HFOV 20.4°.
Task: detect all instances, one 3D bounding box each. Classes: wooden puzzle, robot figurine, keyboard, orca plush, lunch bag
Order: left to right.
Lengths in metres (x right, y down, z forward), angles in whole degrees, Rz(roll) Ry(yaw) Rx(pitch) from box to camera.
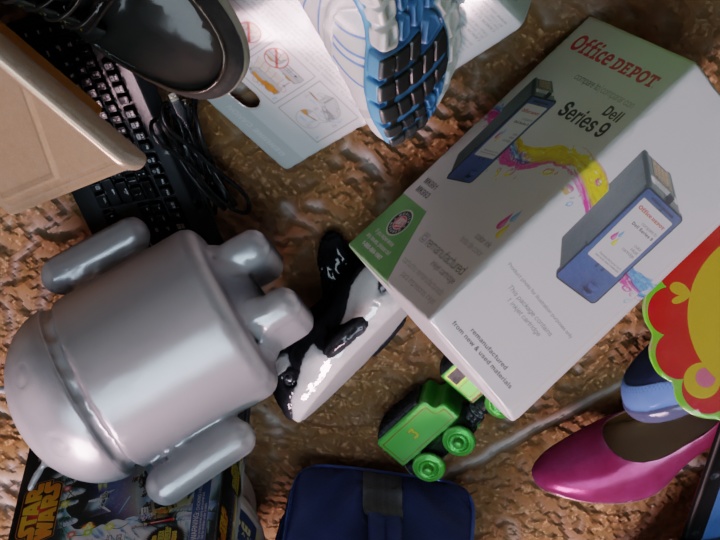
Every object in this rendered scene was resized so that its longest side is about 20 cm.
[{"bbox_3d":[-0.226,-0.109,1.127,0.185,0.037,0.200,41,156,-22],"label":"wooden puzzle"},{"bbox_3d":[-0.136,-0.069,1.202,0.104,0.040,0.201,-14,125,13],"label":"keyboard"},{"bbox_3d":[-0.128,0.053,1.198,0.199,0.170,0.113,-29,162,1],"label":"robot figurine"},{"bbox_3d":[0.000,0.000,1.231,0.071,0.105,0.200,45,122,11],"label":"orca plush"},{"bbox_3d":[0.004,0.225,1.299,0.135,0.200,0.133,4,126,0],"label":"lunch bag"}]

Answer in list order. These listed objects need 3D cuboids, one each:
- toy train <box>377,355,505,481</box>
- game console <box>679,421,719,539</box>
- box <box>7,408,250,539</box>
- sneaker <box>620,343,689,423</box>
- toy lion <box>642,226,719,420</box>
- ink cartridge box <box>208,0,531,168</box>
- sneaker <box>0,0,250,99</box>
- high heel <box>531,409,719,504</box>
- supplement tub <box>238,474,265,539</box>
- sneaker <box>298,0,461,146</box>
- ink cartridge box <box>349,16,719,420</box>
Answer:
[{"bbox_3d":[0.087,0.062,1.287,0.056,0.042,0.200,40,117,-10],"label":"toy train"},{"bbox_3d":[0.315,0.142,1.257,0.172,0.119,0.201,34,141,24],"label":"game console"},{"bbox_3d":[-0.142,0.132,1.243,0.136,0.200,0.040,-12,125,10],"label":"box"},{"bbox_3d":[0.227,0.012,1.231,0.082,0.074,0.200,40,109,-20],"label":"sneaker"},{"bbox_3d":[0.265,0.004,1.155,0.191,0.069,0.201,20,98,8],"label":"toy lion"},{"bbox_3d":[-0.026,-0.160,1.151,0.200,0.047,0.160,-29,120,38],"label":"ink cartridge box"},{"bbox_3d":[-0.155,-0.150,1.087,0.200,0.106,0.075,38,115,-5],"label":"sneaker"},{"bbox_3d":[0.203,0.087,1.276,0.199,0.068,0.096,-10,133,3],"label":"high heel"},{"bbox_3d":[-0.135,0.215,1.298,0.144,0.200,0.146,1,124,2],"label":"supplement tub"},{"bbox_3d":[-0.005,-0.155,1.080,0.086,0.075,0.201,21,144,33],"label":"sneaker"},{"bbox_3d":[0.109,-0.035,1.118,0.200,0.145,0.088,-42,115,-1],"label":"ink cartridge box"}]
